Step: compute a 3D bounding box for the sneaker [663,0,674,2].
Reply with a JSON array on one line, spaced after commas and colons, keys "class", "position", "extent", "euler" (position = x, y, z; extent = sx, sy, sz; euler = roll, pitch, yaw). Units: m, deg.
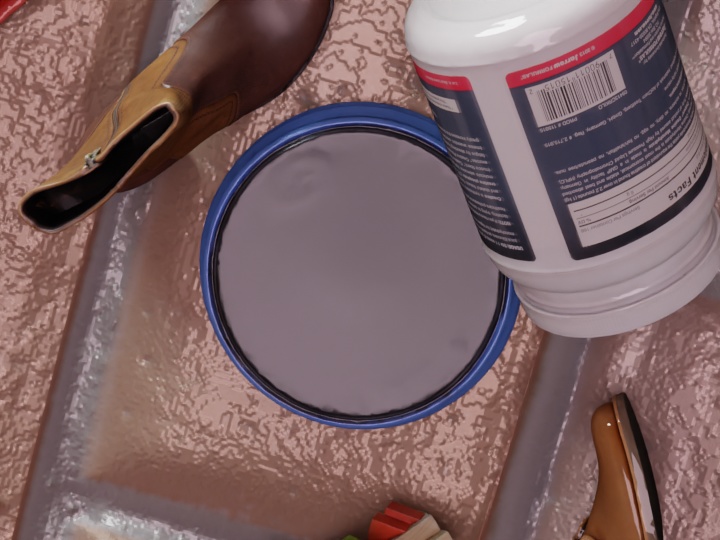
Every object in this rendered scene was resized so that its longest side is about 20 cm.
[{"class": "sneaker", "position": [0.101, -0.236, 1.173], "extent": [0.145, 0.077, 0.204], "euler": [-17, 95, 4]}]

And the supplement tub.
[{"class": "supplement tub", "position": [0.117, -0.079, 1.146], "extent": [0.139, 0.141, 0.201], "euler": [-19, 119, 8]}]

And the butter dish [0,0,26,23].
[{"class": "butter dish", "position": [-0.282, -0.218, 1.178], "extent": [0.200, 0.148, 0.200], "euler": [-37, 94, 10]}]

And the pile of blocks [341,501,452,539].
[{"class": "pile of blocks", "position": [-0.033, 0.197, 1.258], "extent": [0.199, 0.082, 0.062], "euler": [-31, 96, 10]}]

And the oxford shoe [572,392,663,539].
[{"class": "oxford shoe", "position": [0.151, 0.174, 1.246], "extent": [0.071, 0.071, 0.202], "euler": [-4, 100, 11]}]

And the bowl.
[{"class": "bowl", "position": [0.000, 0.000, 1.244], "extent": [0.199, 0.039, 0.202], "euler": [1, 100, 5]}]

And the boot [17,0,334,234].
[{"class": "boot", "position": [-0.099, -0.104, 1.153], "extent": [0.188, 0.200, 0.069], "euler": [-32, 95, 9]}]
